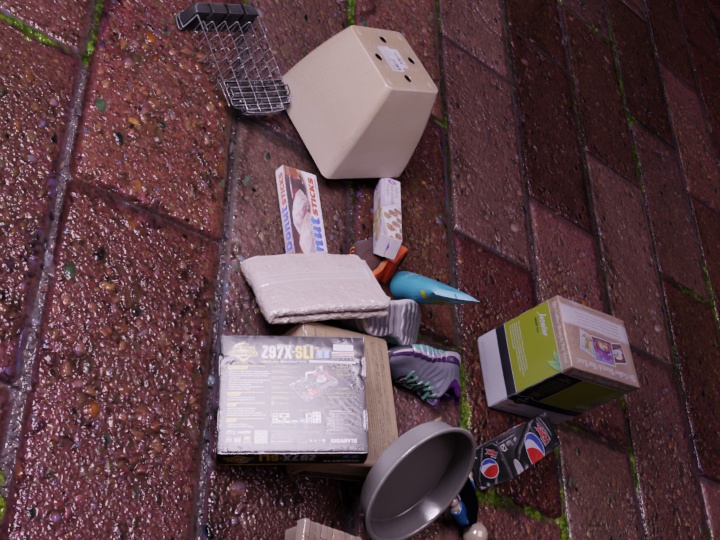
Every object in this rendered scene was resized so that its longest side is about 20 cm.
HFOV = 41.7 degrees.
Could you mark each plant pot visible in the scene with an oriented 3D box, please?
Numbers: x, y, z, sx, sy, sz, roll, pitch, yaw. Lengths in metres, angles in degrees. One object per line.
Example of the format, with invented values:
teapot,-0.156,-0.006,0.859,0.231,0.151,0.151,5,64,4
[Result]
plant pot,0.010,-0.290,1.573,0.198,0.177,0.202,-7,60,-48

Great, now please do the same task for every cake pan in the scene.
cake pan,0.077,0.293,1.321,0.198,0.203,0.037,4,28,-45

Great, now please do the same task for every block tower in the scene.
block tower,-0.016,0.386,1.250,0.198,0.057,0.055,31,47,-32

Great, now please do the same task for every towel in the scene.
towel,-0.063,0.023,1.358,0.196,0.035,0.133,-3,36,-26

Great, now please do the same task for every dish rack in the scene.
dish rack,-0.196,-0.336,1.513,0.152,0.054,0.204,-15,79,-48

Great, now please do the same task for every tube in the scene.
tube,0.108,0.032,1.493,0.076,0.199,0.052,5,92,-22

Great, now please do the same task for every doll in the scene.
doll,0.147,0.329,1.457,0.203,0.048,0.136,66,19,6

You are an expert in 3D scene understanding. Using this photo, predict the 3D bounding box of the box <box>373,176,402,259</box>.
box,0.044,-0.090,1.567,0.038,0.042,0.202,18,32,-10

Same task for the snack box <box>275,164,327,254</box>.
snack box,-0.089,-0.065,1.476,0.071,0.024,0.204,14,57,-42

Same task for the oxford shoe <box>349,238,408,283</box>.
oxford shoe,0.000,0.000,1.510,0.072,0.072,0.199,38,36,11

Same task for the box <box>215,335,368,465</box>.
box,-0.089,0.168,1.233,0.195,0.050,0.163,0,61,-7

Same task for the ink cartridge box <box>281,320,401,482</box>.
ink cartridge box,-0.031,0.189,1.341,0.162,0.075,0.204,16,56,-37

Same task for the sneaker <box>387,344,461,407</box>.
sneaker,0.098,0.169,1.491,0.197,0.074,0.090,9,65,-44

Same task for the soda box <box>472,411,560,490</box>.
soda box,0.256,0.296,1.563,0.198,0.070,0.064,-13,76,-55

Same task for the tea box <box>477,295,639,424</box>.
tea box,0.345,0.162,1.653,0.197,0.195,0.136,19,53,-38

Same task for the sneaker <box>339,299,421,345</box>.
sneaker,0.032,0.073,1.481,0.199,0.081,0.076,25,76,-57
